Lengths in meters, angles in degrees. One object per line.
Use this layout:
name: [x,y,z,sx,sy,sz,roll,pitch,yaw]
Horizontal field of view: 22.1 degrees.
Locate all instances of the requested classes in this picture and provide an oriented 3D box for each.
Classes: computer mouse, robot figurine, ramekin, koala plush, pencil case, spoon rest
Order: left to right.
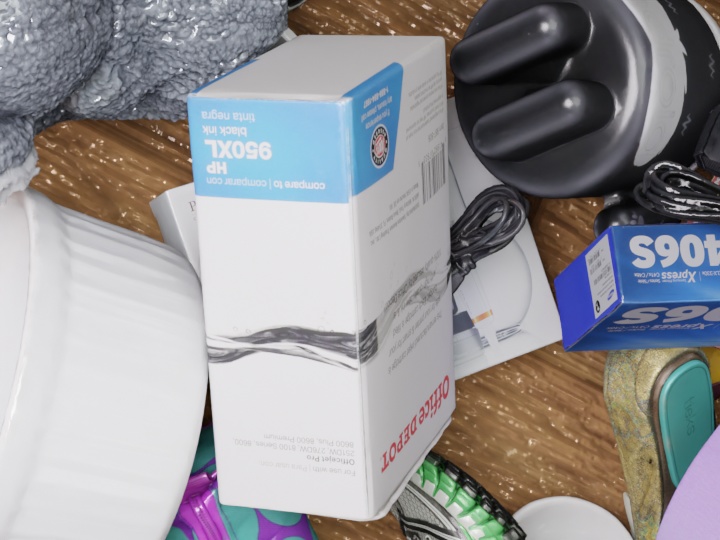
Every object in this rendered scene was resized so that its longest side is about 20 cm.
koala plush: [-0.150,-0.127,0.863,0.200,0.182,0.179,-30,125,-59]
ramekin: [-0.150,0.067,0.900,0.097,0.200,0.203,15,81,-24]
pencil case: [-0.047,0.178,0.960,0.084,0.092,0.201,-26,104,4]
computer mouse: [-0.013,-0.065,0.974,0.110,0.044,0.200,-43,93,19]
spoon rest: [0.107,0.229,1.040,0.098,0.061,0.202,14,82,-15]
robot figurine: [0.128,-0.101,1.014,0.199,0.124,0.152,-7,117,-57]
computer mouse: [0.240,-0.061,0.951,0.200,0.139,0.047,-31,135,-53]

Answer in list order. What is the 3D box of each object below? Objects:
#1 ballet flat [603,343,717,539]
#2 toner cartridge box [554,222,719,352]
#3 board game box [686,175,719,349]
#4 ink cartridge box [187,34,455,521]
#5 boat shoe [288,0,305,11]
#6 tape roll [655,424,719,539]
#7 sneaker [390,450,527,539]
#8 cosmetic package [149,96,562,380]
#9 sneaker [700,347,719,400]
ballet flat: [0.177,0.120,1.063,0.070,0.071,0.202,-24,122,-19]
toner cartridge box: [0.211,0.008,0.967,0.198,0.095,0.044,-2,74,-13]
board game box: [0.265,0.014,1.050,0.198,0.019,0.104,20,110,-23]
ink cartridge box: [-0.013,-0.001,0.887,0.083,0.145,0.202,3,108,19]
boat shoe: [-0.111,-0.193,1.001,0.198,0.064,0.072,12,82,-16]
tape roll: [0.255,0.143,1.028,0.199,0.066,0.202,-23,132,-28]
sneaker: [0.055,0.167,0.995,0.085,0.078,0.200,-43,68,3]
cosmetic package: [0.000,0.000,1.030,0.198,0.052,0.152,-20,89,-19]
sneaker: [0.241,0.003,1.088,0.075,0.090,0.200,44,74,-10]
